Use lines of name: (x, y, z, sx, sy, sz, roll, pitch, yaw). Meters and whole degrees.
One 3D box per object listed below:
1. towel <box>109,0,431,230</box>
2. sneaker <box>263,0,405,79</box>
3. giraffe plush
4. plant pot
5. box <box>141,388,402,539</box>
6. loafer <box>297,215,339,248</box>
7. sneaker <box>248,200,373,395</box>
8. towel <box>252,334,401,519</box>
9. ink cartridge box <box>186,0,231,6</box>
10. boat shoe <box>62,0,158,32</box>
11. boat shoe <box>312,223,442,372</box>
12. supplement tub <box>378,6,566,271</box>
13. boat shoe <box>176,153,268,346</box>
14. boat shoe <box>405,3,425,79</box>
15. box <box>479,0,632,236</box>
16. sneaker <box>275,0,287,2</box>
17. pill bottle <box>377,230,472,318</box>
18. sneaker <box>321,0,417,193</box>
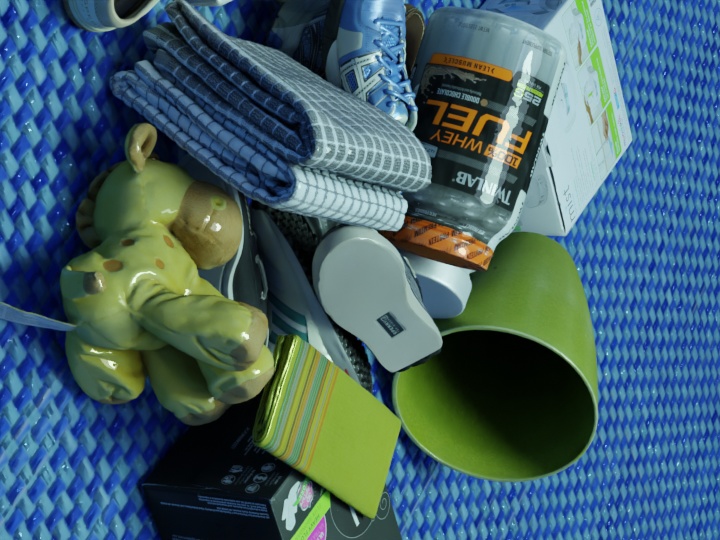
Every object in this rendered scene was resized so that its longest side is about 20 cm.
towel: (-0.061, -0.115, 1.616, 0.166, 0.200, 0.086, 6, 118, -57)
sneaker: (0.004, -0.217, 1.804, 0.200, 0.085, 0.077, -47, 172, -37)
giraffe plush: (-0.148, -0.006, 1.568, 0.200, 0.173, 0.162, 26, 56, -21)
plant pot: (0.139, 0.060, 2.018, 0.200, 0.187, 0.187, -72, 149, -49)
box: (-0.061, 0.209, 1.730, 0.149, 0.124, 0.200, -50, 135, -44)
loafer: (-0.043, -0.067, 1.779, 0.070, 0.068, 0.201, -26, 112, -45)
sneaker: (-0.064, 0.038, 1.739, 0.070, 0.093, 0.200, -88, 155, -64)
towel: (-0.024, 0.120, 1.644, 0.200, 0.018, 0.086, 42, 61, -56)
ink cartridge box: (-0.084, -0.317, 1.703, 0.200, 0.045, 0.176, -35, 124, -52)
boat shoe: (-0.134, -0.252, 1.565, 0.072, 0.065, 0.200, 47, 69, -32)
boat shoe: (0.000, 0.000, 1.722, 0.093, 0.075, 0.200, 64, 2, 35)
supplement tub: (0.088, -0.108, 1.803, 0.122, 0.122, 0.200, 24, 81, -57)
boat shoe: (-0.105, -0.002, 1.681, 0.060, 0.074, 0.200, -34, 125, -52)
boat shoe: (0.022, -0.153, 1.869, 0.202, 0.075, 0.075, -62, 142, -33)
box: (0.174, -0.163, 2.096, 0.177, 0.097, 0.200, -52, 135, -42)
sneaker: (-0.037, -0.299, 1.692, 0.200, 0.075, 0.079, -62, 157, -22)
pill bottle: (0.074, -0.068, 1.927, 0.116, 0.116, 0.200, 48, 54, -50)
sneaker: (0.015, -0.150, 1.707, 0.076, 0.077, 0.200, -12, 113, -47)
